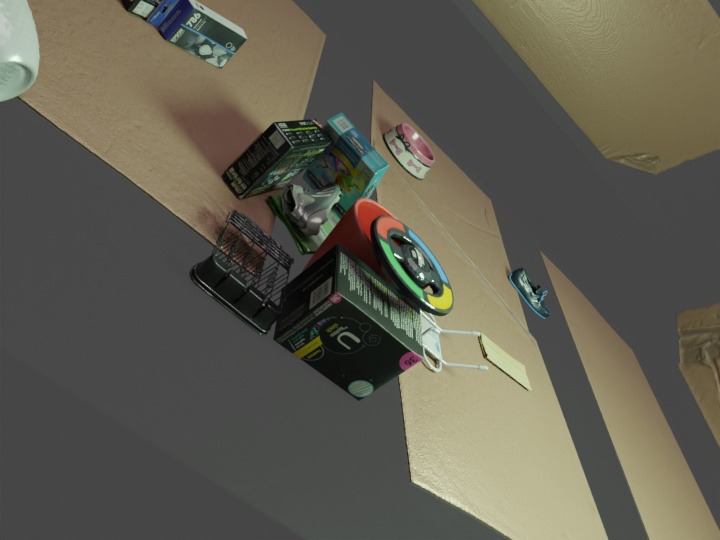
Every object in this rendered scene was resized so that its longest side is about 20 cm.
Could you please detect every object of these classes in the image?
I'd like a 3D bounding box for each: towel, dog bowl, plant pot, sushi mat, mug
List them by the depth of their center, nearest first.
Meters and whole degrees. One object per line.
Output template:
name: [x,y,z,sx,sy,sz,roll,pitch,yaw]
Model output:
mug: [-0.488,-0.307,0.849,0.176,0.147,0.200,62,-5,6]
plant pot: [0.000,0.000,1.201,0.200,0.177,0.201,40,26,-24]
towel: [-0.098,-0.093,1.352,0.150,0.031,0.199,55,27,15]
sushi mat: [0.380,0.239,1.731,0.200,0.012,0.096,37,29,-29]
dog bowl: [0.169,-0.403,2.186,0.200,0.074,0.201,39,26,-24]

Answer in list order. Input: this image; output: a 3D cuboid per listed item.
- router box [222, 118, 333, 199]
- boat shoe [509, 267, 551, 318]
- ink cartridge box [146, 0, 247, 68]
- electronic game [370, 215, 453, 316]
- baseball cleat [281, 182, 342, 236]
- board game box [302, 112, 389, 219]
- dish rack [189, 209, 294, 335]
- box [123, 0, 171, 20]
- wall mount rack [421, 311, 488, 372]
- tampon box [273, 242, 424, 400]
router box: [-0.155,-0.219,1.269,0.062,0.150,0.200,51,24,2]
boat shoe: [0.596,0.079,2.261,0.200,0.069,0.084,47,25,-10]
ink cartridge box: [-0.347,-0.515,1.412,0.199,0.099,0.039,14,44,-52]
electronic game: [0.088,-0.010,1.104,0.200,0.042,0.201,39,27,-25]
baseball cleat: [-0.097,-0.147,1.314,0.106,0.070,0.200,41,26,-15]
board game box: [-0.037,-0.209,1.396,0.047,0.200,0.151,-35,78,-33]
dish rack: [-0.179,-0.008,1.055,0.153,0.054,0.201,43,24,-22]
box: [-0.442,-0.597,1.423,0.199,0.049,0.162,0,56,-60]
wall mount rack: [0.193,0.149,1.454,0.173,0.074,0.201,40,27,-23]
tampon box: [-0.017,0.088,1.076,0.200,0.150,0.127,39,30,-25]
